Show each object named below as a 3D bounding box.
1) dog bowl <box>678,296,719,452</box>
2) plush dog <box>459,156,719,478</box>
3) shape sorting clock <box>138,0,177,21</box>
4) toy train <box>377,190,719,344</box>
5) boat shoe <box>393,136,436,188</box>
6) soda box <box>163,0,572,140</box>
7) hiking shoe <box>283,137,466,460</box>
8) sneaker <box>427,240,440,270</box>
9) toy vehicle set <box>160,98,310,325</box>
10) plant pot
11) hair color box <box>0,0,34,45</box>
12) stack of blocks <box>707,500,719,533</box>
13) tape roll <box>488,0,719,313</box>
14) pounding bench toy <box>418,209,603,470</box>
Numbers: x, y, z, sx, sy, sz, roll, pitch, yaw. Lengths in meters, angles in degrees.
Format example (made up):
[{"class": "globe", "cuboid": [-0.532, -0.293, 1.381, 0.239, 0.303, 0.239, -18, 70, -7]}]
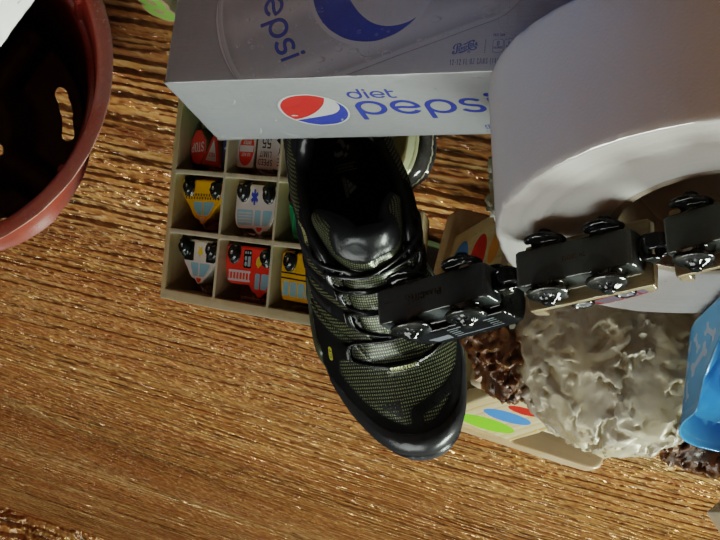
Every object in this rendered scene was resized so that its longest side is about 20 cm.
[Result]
[{"class": "dog bowl", "cuboid": [0.207, 0.028, 1.063, 0.111, 0.050, 0.200, 2, 159, -14]}, {"class": "plush dog", "cuboid": [0.141, 0.011, 1.193, 0.199, 0.172, 0.161, 22, 165, 4]}, {"class": "shape sorting clock", "cuboid": [-0.055, -0.136, 1.218, 0.199, 0.039, 0.200, 21, 165, 6]}, {"class": "toy train", "cuboid": [0.099, -0.001, 1.010, 0.199, 0.034, 0.046, -15, 157, 30]}, {"class": "boat shoe", "cuboid": [-0.007, -0.059, 1.374, 0.066, 0.072, 0.201, 16, 167, -29]}, {"class": "soda box", "cuboid": [0.017, -0.102, 1.106, 0.199, 0.064, 0.068, 0, 159, 21]}, {"class": "hiking shoe", "cuboid": [0.000, 0.000, 1.202, 0.075, 0.201, 0.101, -18, 180, 6]}, {"class": "sneaker", "cuboid": [-0.020, 0.014, 1.608, 0.199, 0.078, 0.140, 20, 164, 7]}, {"class": "toy vehicle set", "cuboid": [-0.050, -0.038, 1.345, 0.026, 0.125, 0.200, 4, -178, -30]}, {"class": "plant pot", "cuboid": [-0.228, -0.094, 1.348, 0.200, 0.202, 0.195, 21, 173, 1]}, {"class": "hair color box", "cuboid": [-0.212, -0.194, 1.096, 0.200, 0.099, 0.061, 37, -178, -43]}, {"class": "stack of blocks", "cuboid": [0.278, 0.080, 1.189, 0.059, 0.200, 0.115, 56, 158, -6]}, {"class": "tape roll", "cuboid": [0.155, -0.050, 1.031, 0.201, 0.071, 0.203, -1, 156, -1]}, {"class": "pounding bench toy", "cuboid": [0.077, 0.020, 1.367, 0.199, 0.125, 0.156, 19, 166, -14]}]
